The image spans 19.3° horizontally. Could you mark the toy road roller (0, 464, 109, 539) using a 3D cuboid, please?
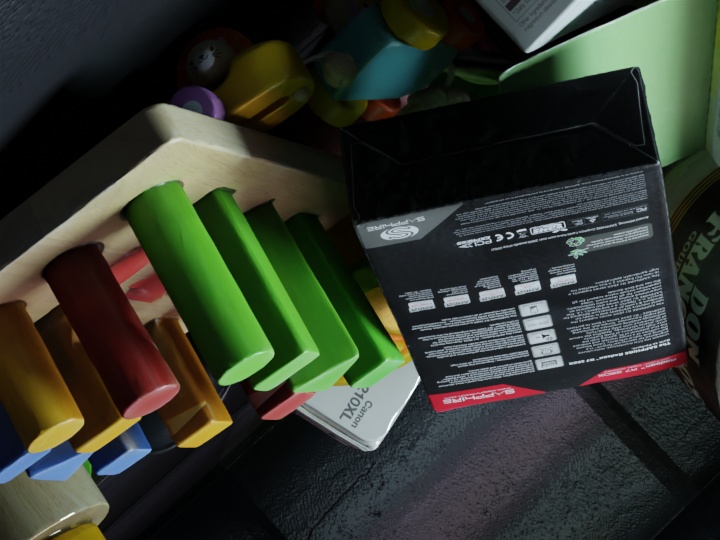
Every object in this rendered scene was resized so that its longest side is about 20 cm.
[{"bbox_3d":[-0.230,0.148,1.039,0.146,0.123,0.200,-20,159,-49],"label":"toy road roller"}]

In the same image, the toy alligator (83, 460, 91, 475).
[{"bbox_3d":[-0.160,0.089,1.153,0.200,0.059,0.054,-100,-165,-55],"label":"toy alligator"}]

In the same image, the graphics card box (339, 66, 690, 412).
[{"bbox_3d":[0.071,-0.007,0.905,0.125,0.051,0.200,-11,154,8],"label":"graphics card box"}]

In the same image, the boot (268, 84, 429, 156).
[{"bbox_3d":[-0.068,-0.047,1.128,0.200,0.069,0.188,-32,178,-27],"label":"boot"}]

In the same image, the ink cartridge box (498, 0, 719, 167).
[{"bbox_3d":[0.159,-0.074,0.892,0.200,0.048,0.146,-28,154,-8],"label":"ink cartridge box"}]

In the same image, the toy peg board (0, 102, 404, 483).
[{"bbox_3d":[-0.092,0.038,0.894,0.199,0.098,0.200,-36,163,17],"label":"toy peg board"}]

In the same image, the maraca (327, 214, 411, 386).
[{"bbox_3d":[0.000,0.000,1.056,0.137,0.107,0.200,-36,-175,-20],"label":"maraca"}]

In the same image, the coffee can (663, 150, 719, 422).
[{"bbox_3d":[0.207,0.001,1.053,0.146,0.146,0.200,-43,-155,4],"label":"coffee can"}]

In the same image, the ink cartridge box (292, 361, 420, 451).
[{"bbox_3d":[0.004,0.026,1.259,0.145,0.084,0.200,-58,-178,-5],"label":"ink cartridge box"}]

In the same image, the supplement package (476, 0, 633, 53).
[{"bbox_3d":[0.114,-0.196,0.877,0.156,0.111,0.200,-45,175,26],"label":"supplement package"}]

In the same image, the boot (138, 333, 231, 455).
[{"bbox_3d":[-0.102,0.037,1.316,0.200,0.076,0.168,-51,178,5],"label":"boot"}]

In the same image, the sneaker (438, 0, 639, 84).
[{"bbox_3d":[0.084,-0.128,1.034,0.077,0.200,0.084,-20,122,-25],"label":"sneaker"}]

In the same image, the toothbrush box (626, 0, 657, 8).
[{"bbox_3d":[0.184,-0.183,1.061,0.146,0.200,0.086,-44,131,4],"label":"toothbrush box"}]

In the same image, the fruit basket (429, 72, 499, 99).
[{"bbox_3d":[0.106,-0.122,1.283,0.185,0.094,0.200,0,-145,46],"label":"fruit basket"}]

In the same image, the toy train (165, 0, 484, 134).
[{"bbox_3d":[-0.043,-0.071,0.932,0.200,0.056,0.150,-26,164,-16],"label":"toy train"}]
